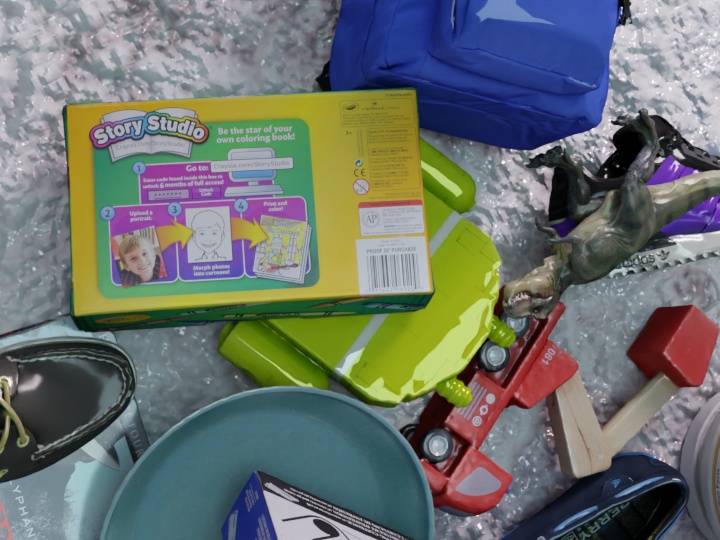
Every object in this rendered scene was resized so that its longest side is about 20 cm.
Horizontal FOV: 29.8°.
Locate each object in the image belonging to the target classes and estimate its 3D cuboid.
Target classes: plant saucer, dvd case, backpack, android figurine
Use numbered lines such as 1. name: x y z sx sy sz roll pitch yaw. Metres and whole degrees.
1. plant saucer: -0.055 0.156 0.783 0.199 0.036 0.201 -6 107 -19
2. dvd case: -0.218 0.117 0.760 0.199 0.022 0.147 -18 93 -20
3. backpack: 0.088 -0.190 0.802 0.162 0.168 0.201 13 80 -24
4. android figurine: 0.000 0.000 0.808 0.200 0.041 0.182 36 77 1

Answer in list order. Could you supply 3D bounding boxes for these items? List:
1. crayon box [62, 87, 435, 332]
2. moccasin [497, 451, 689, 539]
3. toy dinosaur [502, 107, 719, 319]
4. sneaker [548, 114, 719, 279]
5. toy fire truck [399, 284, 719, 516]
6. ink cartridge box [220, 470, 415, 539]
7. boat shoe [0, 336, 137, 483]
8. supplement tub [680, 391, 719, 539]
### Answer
1. crayon box: -0.063 -0.034 0.759 0.199 0.058 0.119 -3 78 -6
2. moccasin: 0.123 0.185 0.844 0.080 0.068 0.200 46 77 -11
3. toy dinosaur: 0.156 -0.044 0.822 0.199 0.047 0.088 -28 97 -10
4. sneaker: 0.212 -0.056 0.884 0.199 0.070 0.100 -12 89 -19
5. toy fire truck: 0.125 0.083 0.860 0.141 0.049 0.200 36 77 -13
6. ink cartridge box: 0.024 0.182 0.737 0.199 0.094 0.044 27 99 -18
7. boat shoe: -0.211 0.086 0.721 0.200 0.061 0.072 -18 93 -19
8. supplement tub: 0.303 0.132 0.836 0.144 0.200 0.146 1 87 -17
